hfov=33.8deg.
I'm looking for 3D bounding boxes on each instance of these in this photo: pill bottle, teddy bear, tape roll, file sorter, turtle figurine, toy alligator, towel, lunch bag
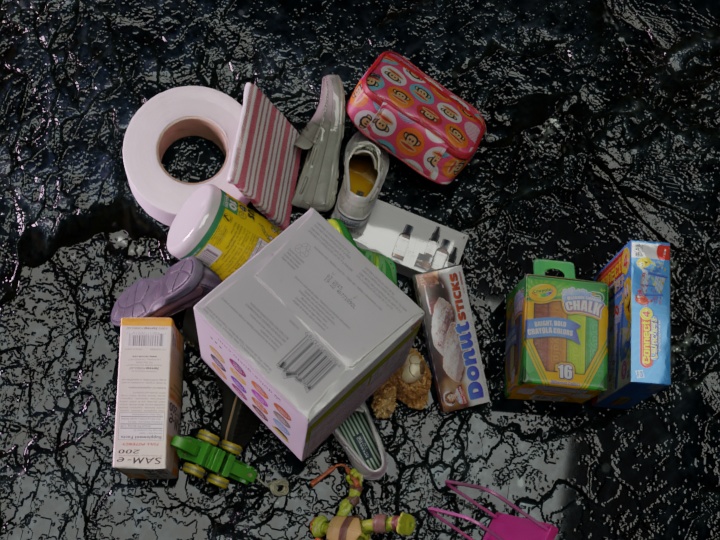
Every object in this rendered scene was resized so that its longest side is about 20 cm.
[{"bbox_3d":[-0.159,-0.024,1.649,0.199,0.113,0.113,34,71,-25],"label":"pill bottle"},{"bbox_3d":[0.013,0.135,1.644,0.199,0.067,0.145,21,35,-9],"label":"teddy bear"},{"bbox_3d":[-0.243,-0.163,1.728,0.201,0.071,0.204,2,74,-6],"label":"tape roll"},{"bbox_3d":[0.137,0.392,1.563,0.125,0.139,0.201,35,72,-19],"label":"file sorter"},{"bbox_3d":[-0.013,0.364,1.595,0.160,0.065,0.201,5,55,33],"label":"turtle figurine"},{"bbox_3d":[-0.185,0.263,1.609,0.199,0.054,0.060,32,74,-35],"label":"toy alligator"},{"bbox_3d":[-0.136,-0.157,1.678,0.030,0.200,0.147,3,73,20],"label":"towel"},{"bbox_3d":[0.087,-0.231,1.755,0.199,0.082,0.176,35,35,-4],"label":"lunch bag"}]

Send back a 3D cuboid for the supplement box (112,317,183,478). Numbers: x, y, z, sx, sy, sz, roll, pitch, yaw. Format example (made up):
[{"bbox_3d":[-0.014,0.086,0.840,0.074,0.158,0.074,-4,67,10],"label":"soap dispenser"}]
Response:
[{"bbox_3d":[-0.283,0.174,1.599,0.073,0.126,0.202,1,75,-1],"label":"supplement box"}]

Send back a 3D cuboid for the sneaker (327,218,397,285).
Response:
[{"bbox_3d":[0.000,0.000,1.684,0.084,0.074,0.201,-54,126,-33],"label":"sneaker"}]

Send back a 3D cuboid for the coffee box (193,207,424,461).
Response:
[{"bbox_3d":[-0.068,0.084,1.499,0.200,0.198,0.200,44,71,12],"label":"coffee box"}]

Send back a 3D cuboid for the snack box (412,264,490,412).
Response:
[{"bbox_3d":[0.130,0.097,1.697,0.071,0.024,0.202,-12,92,-10],"label":"snack box"}]

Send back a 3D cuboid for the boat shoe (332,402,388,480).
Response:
[{"bbox_3d":[-0.017,0.197,1.656,0.073,0.067,0.201,-33,80,-14],"label":"boat shoe"}]

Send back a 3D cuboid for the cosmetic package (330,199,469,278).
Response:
[{"bbox_3d":[0.051,-0.047,1.740,0.199,0.051,0.083,21,72,0],"label":"cosmetic package"}]

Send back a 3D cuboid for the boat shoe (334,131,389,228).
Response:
[{"bbox_3d":[0.006,-0.151,1.715,0.070,0.070,0.201,19,44,-2],"label":"boat shoe"}]

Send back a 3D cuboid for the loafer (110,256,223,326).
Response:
[{"bbox_3d":[-0.266,0.043,1.626,0.063,0.199,0.072,31,50,-34],"label":"loafer"}]

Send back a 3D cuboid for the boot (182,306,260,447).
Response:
[{"bbox_3d":[-0.198,0.136,1.663,0.137,0.077,0.202,14,88,22],"label":"boot"}]

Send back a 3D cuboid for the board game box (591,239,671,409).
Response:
[{"bbox_3d":[0.377,0.080,1.664,0.055,0.200,0.197,5,74,-3],"label":"board game box"}]

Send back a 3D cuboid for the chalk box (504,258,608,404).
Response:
[{"bbox_3d":[0.278,0.078,1.692,0.123,0.124,0.202,5,74,-5],"label":"chalk box"}]

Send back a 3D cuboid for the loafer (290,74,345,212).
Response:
[{"bbox_3d":[-0.062,-0.186,1.727,0.069,0.070,0.202,6,91,-8],"label":"loafer"}]
